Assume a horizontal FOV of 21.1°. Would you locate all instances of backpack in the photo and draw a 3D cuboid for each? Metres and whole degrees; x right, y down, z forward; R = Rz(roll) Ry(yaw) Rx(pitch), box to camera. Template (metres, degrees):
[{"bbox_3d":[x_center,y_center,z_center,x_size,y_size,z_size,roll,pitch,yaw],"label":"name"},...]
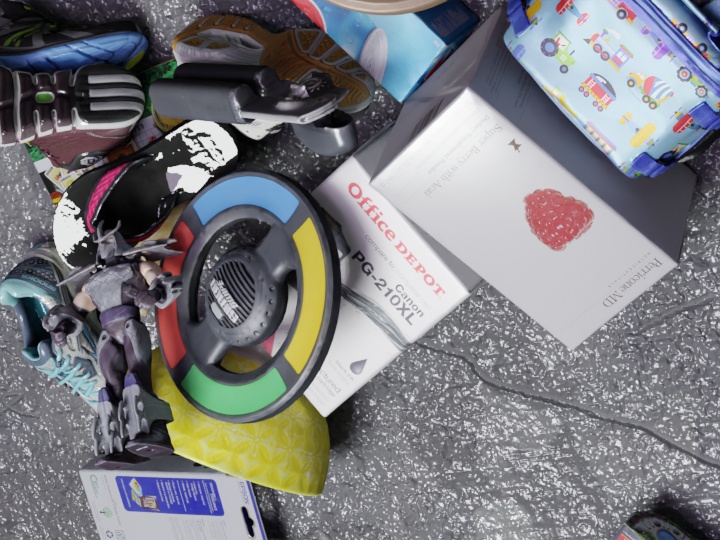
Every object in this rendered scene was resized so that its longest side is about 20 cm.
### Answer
[{"bbox_3d":[0.222,-0.185,1.315,0.200,0.135,0.183,-38,93,35],"label":"backpack"}]

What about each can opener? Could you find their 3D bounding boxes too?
[{"bbox_3d":[-0.080,-0.118,1.466,0.199,0.053,0.067,9,127,48],"label":"can opener"}]

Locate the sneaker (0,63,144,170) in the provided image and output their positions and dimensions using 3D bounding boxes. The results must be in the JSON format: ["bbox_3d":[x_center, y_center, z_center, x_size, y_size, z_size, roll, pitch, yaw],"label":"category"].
[{"bbox_3d":[-0.280,-0.116,1.606,0.199,0.076,0.116,1,156,-7],"label":"sneaker"}]

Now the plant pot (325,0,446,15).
[{"bbox_3d":[0.012,-0.281,1.369,0.199,0.093,0.202,2,99,12],"label":"plant pot"}]

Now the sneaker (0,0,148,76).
[{"bbox_3d":[-0.276,-0.193,1.632,0.198,0.071,0.083,-4,68,18],"label":"sneaker"}]

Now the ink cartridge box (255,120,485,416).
[{"bbox_3d":[0.000,0.000,1.565,0.145,0.084,0.200,49,127,1],"label":"ink cartridge box"}]

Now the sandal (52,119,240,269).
[{"bbox_3d":[-0.184,-0.060,1.583,0.200,0.045,0.075,-33,112,28],"label":"sandal"}]

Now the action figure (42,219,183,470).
[{"bbox_3d":[-0.190,0.053,1.541,0.130,0.069,0.201,-23,69,36],"label":"action figure"}]

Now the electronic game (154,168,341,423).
[{"bbox_3d":[-0.091,0.020,1.522,0.199,0.041,0.202,-6,81,41],"label":"electronic game"}]

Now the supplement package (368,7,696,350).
[{"bbox_3d":[0.128,-0.066,1.408,0.200,0.120,0.121,38,127,-12],"label":"supplement package"}]

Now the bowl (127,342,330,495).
[{"bbox_3d":[-0.107,0.104,1.643,0.199,0.200,0.108,22,92,19],"label":"bowl"}]

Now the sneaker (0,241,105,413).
[{"bbox_3d":[-0.265,0.078,1.758,0.077,0.086,0.201,-26,99,37],"label":"sneaker"}]

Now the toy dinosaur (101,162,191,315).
[{"bbox_3d":[-0.180,-0.060,1.645,0.101,0.058,0.201,20,124,1],"label":"toy dinosaur"}]

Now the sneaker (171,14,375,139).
[{"bbox_3d":[-0.061,-0.143,1.536,0.199,0.076,0.088,21,137,39],"label":"sneaker"}]

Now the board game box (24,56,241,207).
[{"bbox_3d":[-0.203,-0.110,1.668,0.199,0.023,0.105,-18,102,35],"label":"board game box"}]

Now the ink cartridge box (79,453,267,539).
[{"bbox_3d":[-0.164,0.223,1.804,0.199,0.039,0.100,0,114,32],"label":"ink cartridge box"}]

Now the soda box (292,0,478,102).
[{"bbox_3d":[-0.011,-0.226,1.471,0.200,0.064,0.068,44,127,5],"label":"soda box"}]

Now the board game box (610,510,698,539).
[{"bbox_3d":[0.278,0.282,1.564,0.200,0.062,0.200,38,126,8],"label":"board game box"}]
